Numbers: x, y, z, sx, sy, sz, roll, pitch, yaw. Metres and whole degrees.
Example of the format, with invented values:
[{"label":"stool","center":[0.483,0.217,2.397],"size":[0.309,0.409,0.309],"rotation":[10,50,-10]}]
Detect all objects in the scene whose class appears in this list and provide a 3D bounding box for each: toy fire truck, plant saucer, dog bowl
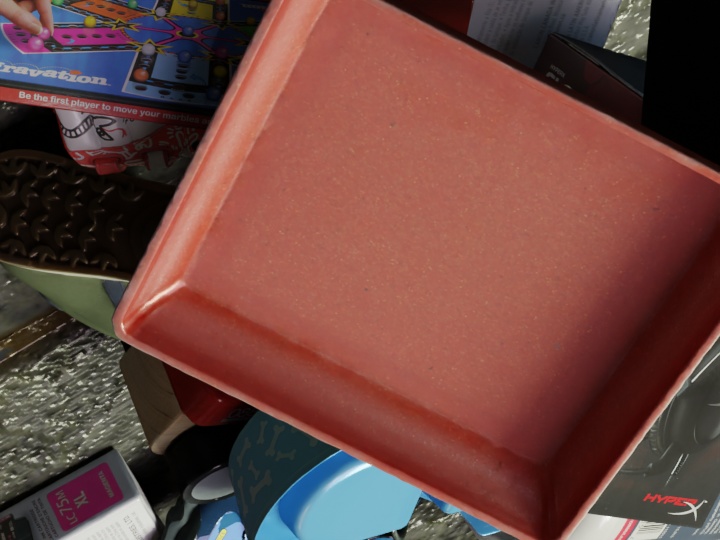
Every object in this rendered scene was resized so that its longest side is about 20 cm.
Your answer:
[{"label":"toy fire truck","center":[0.000,0.000,1.171],"size":[0.175,0.129,0.200],"rotation":[-1,148,-40]},{"label":"plant saucer","center":[0.031,-0.007,0.941],"size":[0.199,0.037,0.200],"rotation":[27,130,-5]},{"label":"dog bowl","center":[0.029,0.079,1.160],"size":[0.199,0.050,0.112],"rotation":[-13,143,-29]}]

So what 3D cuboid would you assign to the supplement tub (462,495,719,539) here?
[{"label":"supplement tub","center":[0.156,0.088,1.388],"size":[0.199,0.141,0.141],"rotation":[0,137,-41]}]

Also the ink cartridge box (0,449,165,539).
[{"label":"ink cartridge box","center":[-0.191,0.177,1.315],"size":[0.200,0.042,0.119],"rotation":[-31,148,-6]}]

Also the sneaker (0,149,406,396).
[{"label":"sneaker","center":[-0.065,0.005,1.067],"size":[0.090,0.199,0.067],"rotation":[63,48,-75]}]

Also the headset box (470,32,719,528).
[{"label":"headset box","center":[0.117,0.000,1.064],"size":[0.148,0.077,0.201],"rotation":[12,111,-40]}]

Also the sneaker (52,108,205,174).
[{"label":"sneaker","center":[-0.048,-0.061,1.006],"size":[0.108,0.067,0.201],"rotation":[-32,119,22]}]

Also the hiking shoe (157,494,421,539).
[{"label":"hiking shoe","center":[-0.020,0.114,1.301],"size":[0.200,0.087,0.074],"rotation":[-41,148,-4]}]

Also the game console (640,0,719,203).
[{"label":"game console","center":[0.218,-0.097,0.968],"size":[0.199,0.117,0.176],"rotation":[-3,-174,22]}]

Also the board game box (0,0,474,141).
[{"label":"board game box","center":[-0.059,-0.102,0.930],"size":[0.199,0.019,0.103],"rotation":[8,118,-6]}]

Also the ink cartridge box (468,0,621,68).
[{"label":"ink cartridge box","center":[0.010,-0.132,1.028],"size":[0.199,0.057,0.163],"rotation":[11,137,-7]}]
